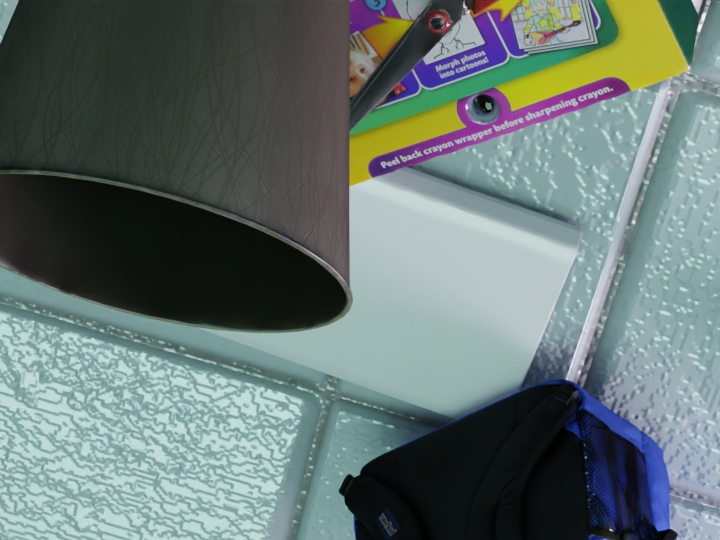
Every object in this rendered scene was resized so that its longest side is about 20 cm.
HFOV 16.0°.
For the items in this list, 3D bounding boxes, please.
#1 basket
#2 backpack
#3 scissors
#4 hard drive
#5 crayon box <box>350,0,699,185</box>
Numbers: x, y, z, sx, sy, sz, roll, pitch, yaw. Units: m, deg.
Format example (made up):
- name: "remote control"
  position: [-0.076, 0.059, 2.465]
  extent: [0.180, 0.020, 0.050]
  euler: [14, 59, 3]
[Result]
- name: "basket"
  position: [-0.072, -0.096, 1.076]
  extent: [0.179, 0.201, 0.136]
  euler: [19, 156, -22]
- name: "backpack"
  position: [0.099, 0.186, 1.319]
  extent: [0.162, 0.201, 0.168]
  euler: [-31, 132, 32]
- name: "scissors"
  position: [0.039, -0.127, 1.161]
  extent: [0.199, 0.014, 0.073]
  euler: [-30, 116, 29]
- name: "hard drive"
  position: [0.000, 0.000, 1.325]
  extent: [0.199, 0.027, 0.132]
  euler: [19, 127, -1]
- name: "crayon box"
  position: [0.033, -0.145, 1.193]
  extent: [0.199, 0.058, 0.173]
  euler: [-17, 118, 23]
